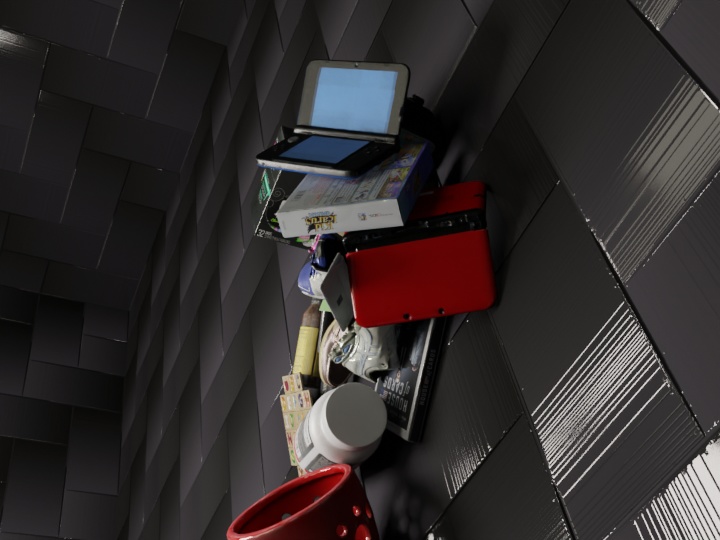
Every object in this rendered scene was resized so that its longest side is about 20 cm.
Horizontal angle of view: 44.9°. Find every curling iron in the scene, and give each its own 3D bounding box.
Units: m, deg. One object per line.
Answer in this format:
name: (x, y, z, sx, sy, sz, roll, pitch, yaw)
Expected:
curling iron: (-0.064, 0.050, 1.552, 0.026, 0.049, 0.202, -40, -47, -68)

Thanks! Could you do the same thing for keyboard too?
keyboard: (-0.028, 0.036, 1.257, 0.057, 0.011, 0.200, -56, -19, -14)

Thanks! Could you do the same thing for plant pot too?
plant pot: (-0.060, 0.396, 1.211, 0.184, 0.199, 0.200, 63, 152, 0)

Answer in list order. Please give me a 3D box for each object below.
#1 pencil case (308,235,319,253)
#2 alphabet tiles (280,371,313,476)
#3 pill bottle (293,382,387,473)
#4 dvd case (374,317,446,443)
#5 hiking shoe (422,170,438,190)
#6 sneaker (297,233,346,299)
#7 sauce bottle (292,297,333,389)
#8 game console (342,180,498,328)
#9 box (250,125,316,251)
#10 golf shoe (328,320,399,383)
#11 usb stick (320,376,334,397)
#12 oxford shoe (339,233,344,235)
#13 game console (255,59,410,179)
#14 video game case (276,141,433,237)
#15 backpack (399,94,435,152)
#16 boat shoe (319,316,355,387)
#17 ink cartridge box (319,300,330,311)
pencil case: (-0.029, -0.113, 1.596, 0.091, 0.093, 0.202, 152, 132, -84)
alphabet tiles: (-0.109, 0.289, 1.588, 0.166, 0.006, 0.202, 155, 106, -65)
pill bottle: (-0.030, 0.247, 1.329, 0.200, 0.115, 0.117, 123, 153, -61)
dvd case: (0.070, 0.142, 1.310, 0.150, 0.025, 0.202, -171, 94, -68)
hiking shoe: (0.108, -0.064, 1.298, 0.100, 0.075, 0.202, -12, 68, 48)
sneaker: (-0.043, -0.015, 1.353, 0.198, 0.115, 0.081, -5, 60, 49)
sauce bottle: (-0.083, 0.120, 1.638, 0.065, 0.064, 0.202, -13, 64, 65)
game console: (0.086, -0.026, 1.209, 0.173, 0.198, 0.120, -73, -29, -60)
box: (-0.124, -0.166, 1.782, 0.201, 0.147, 0.125, -63, 25, 28)
golf shoe: (0.032, 0.098, 1.296, 0.078, 0.097, 0.200, -47, -5, -37)
usb stick: (-0.052, 0.204, 1.554, 0.055, 0.032, 0.202, 138, 140, -55)
oxford shoe: (0.009, -0.070, 1.370, 0.200, 0.070, 0.076, -169, 66, -67)
game console: (-0.043, -0.227, 1.286, 0.199, 0.170, 0.119, 11, 124, 35)
video game case: (-0.002, -0.117, 1.252, 0.200, 0.179, 0.046, -61, -41, -55)
backpack: (0.012, -0.196, 1.438, 0.200, 0.176, 0.152, -33, 45, 49)
boat shoe: (-0.012, 0.110, 1.468, 0.202, 0.072, 0.072, -67, 23, 6)
ink cartridge box: (0.000, 0.000, 1.430, 0.199, 0.048, 0.147, 4, 68, 50)
